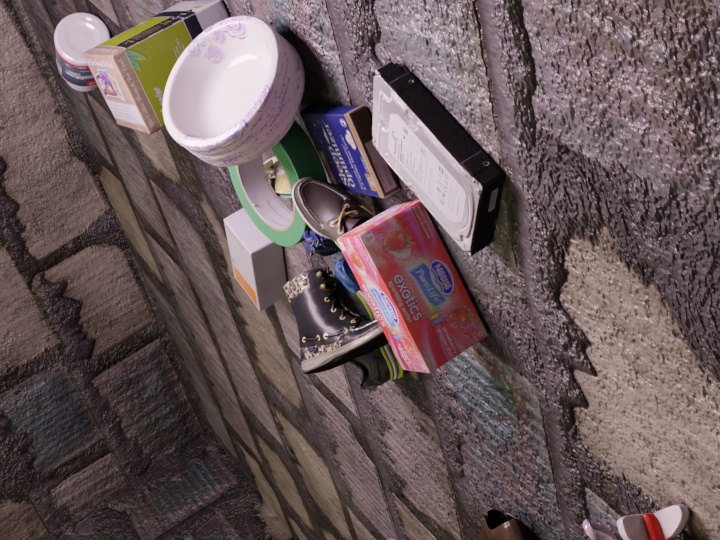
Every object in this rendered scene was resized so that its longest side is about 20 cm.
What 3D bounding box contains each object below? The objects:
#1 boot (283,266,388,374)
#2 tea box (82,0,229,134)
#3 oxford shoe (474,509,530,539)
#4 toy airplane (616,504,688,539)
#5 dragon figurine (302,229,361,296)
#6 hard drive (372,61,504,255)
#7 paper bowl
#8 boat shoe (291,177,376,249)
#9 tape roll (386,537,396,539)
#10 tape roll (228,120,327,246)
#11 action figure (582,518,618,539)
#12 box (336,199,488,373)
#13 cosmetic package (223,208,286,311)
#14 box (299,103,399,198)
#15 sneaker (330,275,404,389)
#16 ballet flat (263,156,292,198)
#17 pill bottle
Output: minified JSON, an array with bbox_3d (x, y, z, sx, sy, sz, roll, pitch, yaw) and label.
[{"bbox_3d":[-0.031,0.060,1.759,0.203,0.073,0.155,-28,73,33],"label":"boot"},{"bbox_3d":[-0.304,-0.323,1.774,0.200,0.196,0.135,24,141,62],"label":"tea box"},{"bbox_3d":[0.217,0.410,1.753,0.200,0.072,0.085,133,123,-70],"label":"oxford shoe"},{"bbox_3d":[0.328,0.356,1.217,0.198,0.140,0.202,26,126,41],"label":"toy airplane"},{"bbox_3d":[0.000,0.000,1.611,0.201,0.099,0.059,56,162,-7],"label":"dragon figurine"},{"bbox_3d":[0.083,-0.128,1.294,0.200,0.038,0.140,52,161,25],"label":"hard drive"},{"bbox_3d":[-0.164,-0.236,1.547,0.201,0.201,0.104,45,-173,38],"label":"paper bowl"},{"bbox_3d":[-0.008,-0.058,1.543,0.201,0.072,0.061,40,171,-4],"label":"boat shoe"},{"bbox_3d":[0.096,0.700,2.524,0.201,0.065,0.201,52,161,26],"label":"tape roll"},{"bbox_3d":[-0.123,-0.136,1.657,0.200,0.048,0.202,38,143,36],"label":"tape roll"},{"bbox_3d":[0.351,0.409,1.372,0.199,0.150,0.133,14,174,45],"label":"action figure"},{"bbox_3d":[0.068,0.021,1.467,0.201,0.102,0.095,63,161,-8],"label":"box"},{"bbox_3d":[-0.198,-0.023,2.165,0.102,0.071,0.201,50,159,28],"label":"cosmetic package"},{"bbox_3d":[-0.023,-0.165,1.534,0.200,0.032,0.122,21,138,65],"label":"box"},{"bbox_3d":[-0.006,0.100,1.823,0.201,0.081,0.074,59,162,3],"label":"sneaker"},{"bbox_3d":[-0.120,-0.148,1.778,0.071,0.070,0.200,64,162,-13],"label":"ballet flat"},{"bbox_3d":[-0.611,-0.473,2.498,0.120,0.119,0.200,58,163,4],"label":"pill bottle"}]
